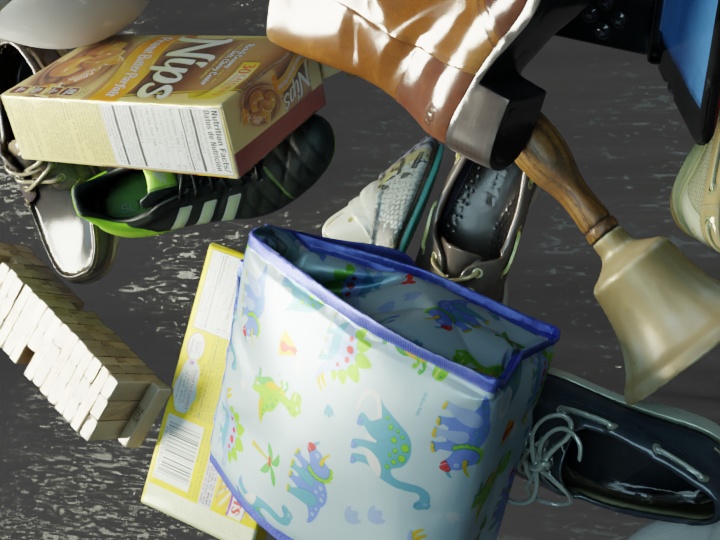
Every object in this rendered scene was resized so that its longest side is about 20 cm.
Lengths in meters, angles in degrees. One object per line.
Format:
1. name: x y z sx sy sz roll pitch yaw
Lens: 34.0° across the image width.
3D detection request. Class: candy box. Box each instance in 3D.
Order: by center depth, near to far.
1. candy box: -0.137 -0.119 0.825 0.197 0.116 0.056 7 125 31
2. candy box: -0.091 0.091 0.861 0.101 0.026 0.203 18 95 22

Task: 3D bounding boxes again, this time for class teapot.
1. teapot: -0.252 -0.235 0.851 0.145 0.200 0.200 -26 78 15

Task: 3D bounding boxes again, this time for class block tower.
1. block tower: -0.232 0.051 0.893 0.199 0.058 0.054 38 103 25

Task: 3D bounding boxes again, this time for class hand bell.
1. hand bell: 0.141 -0.030 0.716 0.104 0.104 0.201 -40 80 16

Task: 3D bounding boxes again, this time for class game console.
1. game console: 0.146 -0.199 0.677 0.170 0.119 0.202 17 131 23

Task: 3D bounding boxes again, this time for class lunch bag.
1. lunch bag: 0.000 0.083 0.720 0.198 0.127 0.172 22 112 23

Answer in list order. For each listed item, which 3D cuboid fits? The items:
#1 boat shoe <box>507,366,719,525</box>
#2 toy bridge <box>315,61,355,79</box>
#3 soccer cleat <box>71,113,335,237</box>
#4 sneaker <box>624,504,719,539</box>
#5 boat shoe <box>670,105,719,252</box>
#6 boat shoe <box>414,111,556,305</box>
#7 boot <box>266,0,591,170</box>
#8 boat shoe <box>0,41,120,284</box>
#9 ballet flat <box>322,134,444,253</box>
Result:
1. boat shoe: 0.134 0.114 0.739 0.197 0.062 0.076 16 121 19
2. toy bridge: -0.042 -0.231 0.830 0.027 0.067 0.202 -18 100 20
3. soccer cleat: -0.113 -0.066 0.846 0.197 0.081 0.069 -17 82 18
4. sneaker: 0.243 0.179 0.690 0.197 0.080 0.072 -3 88 24
5. boat shoe: 0.248 -0.107 0.695 0.072 0.063 0.203 24 100 -8
6. boat shoe: 0.072 -0.016 0.779 0.071 0.059 0.202 25 97 21
7. boot: 0.042 -0.186 0.708 0.199 0.068 0.190 36 125 28
8. boat shoe: -0.245 -0.085 0.907 0.074 0.073 0.203 -23 79 20
9. ballet flat: 0.000 0.000 0.799 0.071 0.072 0.203 18 96 22
